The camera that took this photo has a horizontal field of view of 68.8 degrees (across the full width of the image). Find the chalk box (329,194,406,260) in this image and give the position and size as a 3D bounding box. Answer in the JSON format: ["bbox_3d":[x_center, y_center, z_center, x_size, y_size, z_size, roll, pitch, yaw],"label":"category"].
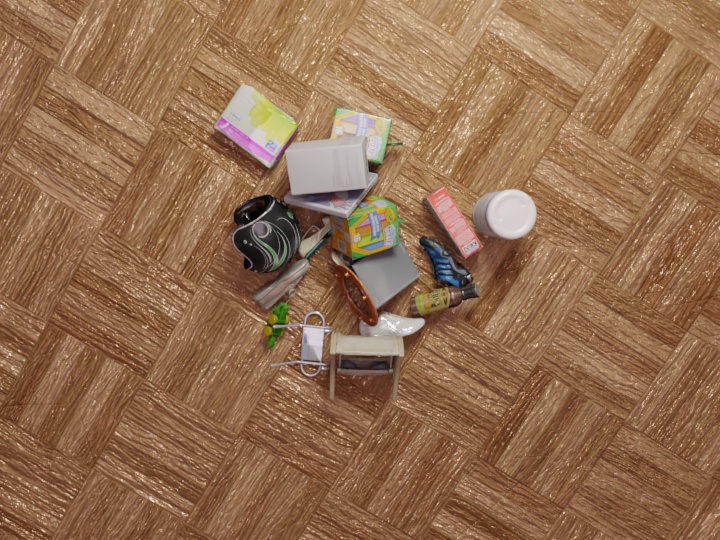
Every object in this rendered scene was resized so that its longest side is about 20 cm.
[{"bbox_3d":[0.029,-0.128,1.460,0.199,0.125,0.125,-20,118,-24],"label":"chalk box"}]

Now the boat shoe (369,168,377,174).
[{"bbox_3d":[-0.046,-0.240,1.510,0.201,0.075,0.065,-18,135,-1],"label":"boat shoe"}]

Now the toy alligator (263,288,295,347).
[{"bbox_3d":[-0.243,0.132,1.550,0.054,0.059,0.201,34,107,39],"label":"toy alligator"}]

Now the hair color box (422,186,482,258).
[{"bbox_3d":[0.260,-0.138,1.497,0.064,0.111,0.201,-32,96,3],"label":"hair color box"}]

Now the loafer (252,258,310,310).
[{"bbox_3d":[-0.222,0.041,1.543,0.199,0.072,0.063,-34,113,10],"label":"loafer"}]

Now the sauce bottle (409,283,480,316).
[{"bbox_3d":[0.242,0.080,1.514,0.199,0.065,0.065,-19,97,22],"label":"sauce bottle"}]

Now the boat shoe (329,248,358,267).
[{"bbox_3d":[0.000,-0.001,1.530,0.201,0.072,0.066,41,100,0],"label":"boat shoe"}]

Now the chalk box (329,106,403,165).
[{"bbox_3d":[0.019,-0.363,1.463,0.199,0.124,0.125,14,96,-1],"label":"chalk box"}]

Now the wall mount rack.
[{"bbox_3d":[-0.172,0.222,1.552,0.172,0.075,0.202,5,96,-1],"label":"wall mount rack"}]

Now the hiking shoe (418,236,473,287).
[{"bbox_3d":[0.235,-0.014,1.528,0.200,0.074,0.087,43,94,-5],"label":"hiking shoe"}]

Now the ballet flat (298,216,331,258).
[{"bbox_3d":[-0.106,-0.116,1.523,0.200,0.069,0.070,-38,95,4],"label":"ballet flat"}]

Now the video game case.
[{"bbox_3d":[-0.079,-0.224,1.433,0.199,0.183,0.023,17,140,23],"label":"video game case"}]

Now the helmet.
[{"bbox_3d":[-0.259,-0.091,1.461,0.199,0.200,0.191,-28,124,3],"label":"helmet"}]

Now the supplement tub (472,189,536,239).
[{"bbox_3d":[0.392,-0.154,1.450,0.131,0.200,0.133,0,97,-1],"label":"supplement tub"}]

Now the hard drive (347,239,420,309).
[{"bbox_3d":[0.069,0.005,1.495,0.200,0.033,0.140,-34,97,-36],"label":"hard drive"}]

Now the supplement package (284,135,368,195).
[{"bbox_3d":[-0.083,-0.274,1.365,0.198,0.117,0.118,-3,115,6],"label":"supplement package"}]

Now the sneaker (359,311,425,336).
[{"bbox_3d":[0.091,0.158,1.550,0.199,0.070,0.081,-12,94,2],"label":"sneaker"}]

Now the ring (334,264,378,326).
[{"bbox_3d":[-0.017,0.074,1.478,0.019,0.200,0.201,-31,96,-18],"label":"ring"}]

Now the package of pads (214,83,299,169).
[{"bbox_3d":[-0.289,-0.408,1.484,0.200,0.068,0.155,36,95,-5],"label":"package of pads"}]

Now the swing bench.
[{"bbox_3d":[0.014,0.256,1.491,0.197,0.130,0.201,3,127,-2],"label":"swing bench"}]
